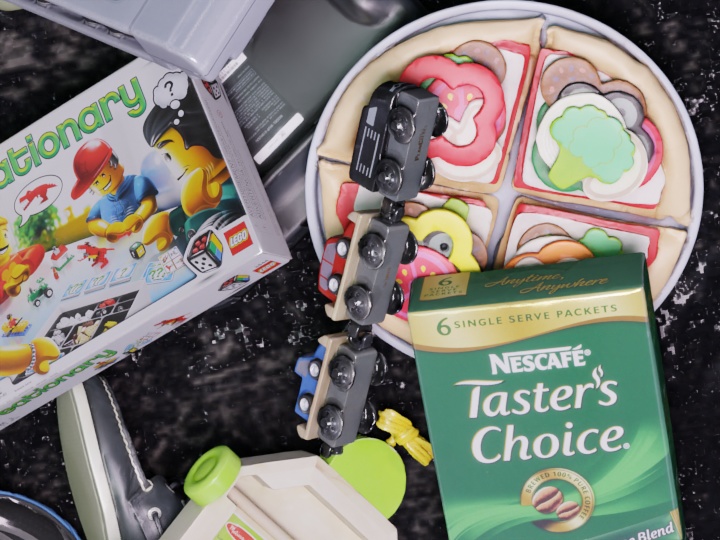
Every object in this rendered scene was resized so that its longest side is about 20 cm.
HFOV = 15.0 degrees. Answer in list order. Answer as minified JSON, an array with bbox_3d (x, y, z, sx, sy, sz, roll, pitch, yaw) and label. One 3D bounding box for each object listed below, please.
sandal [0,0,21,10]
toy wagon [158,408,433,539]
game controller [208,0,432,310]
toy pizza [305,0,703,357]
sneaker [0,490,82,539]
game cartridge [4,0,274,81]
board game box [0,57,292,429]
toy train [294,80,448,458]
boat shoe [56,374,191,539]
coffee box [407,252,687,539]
[{"bbox_3d":[-0.092,-0.150,1.380,0.200,0.080,0.057,-5,119,20],"label":"sandal"},{"bbox_3d":[-0.036,0.157,1.411,0.155,0.040,0.200,44,75,-23],"label":"toy wagon"},{"bbox_3d":[-0.045,-0.074,1.403,0.200,0.042,0.104,-44,76,14],"label":"game controller"},{"bbox_3d":[0.072,-0.036,1.365,0.200,0.032,0.201,0,111,1],"label":"toy pizza"},{"bbox_3d":[-0.170,0.211,1.451,0.071,0.083,0.200,-12,98,12],"label":"sneaker"},{"bbox_3d":[-0.116,-0.179,1.333,0.200,0.040,0.133,23,72,31],"label":"game cartridge"},{"bbox_3d":[-0.143,-0.016,1.395,0.200,0.035,0.126,-30,70,20],"label":"board game box"},{"bbox_3d":[0.000,0.000,1.350,0.046,0.034,0.200,31,118,37],"label":"toy train"},{"bbox_3d":[-0.106,0.142,1.438,0.066,0.074,0.200,-17,89,-16],"label":"boat shoe"},{"bbox_3d":[0.097,0.093,1.376,0.123,0.044,0.200,-5,114,10],"label":"coffee box"}]
